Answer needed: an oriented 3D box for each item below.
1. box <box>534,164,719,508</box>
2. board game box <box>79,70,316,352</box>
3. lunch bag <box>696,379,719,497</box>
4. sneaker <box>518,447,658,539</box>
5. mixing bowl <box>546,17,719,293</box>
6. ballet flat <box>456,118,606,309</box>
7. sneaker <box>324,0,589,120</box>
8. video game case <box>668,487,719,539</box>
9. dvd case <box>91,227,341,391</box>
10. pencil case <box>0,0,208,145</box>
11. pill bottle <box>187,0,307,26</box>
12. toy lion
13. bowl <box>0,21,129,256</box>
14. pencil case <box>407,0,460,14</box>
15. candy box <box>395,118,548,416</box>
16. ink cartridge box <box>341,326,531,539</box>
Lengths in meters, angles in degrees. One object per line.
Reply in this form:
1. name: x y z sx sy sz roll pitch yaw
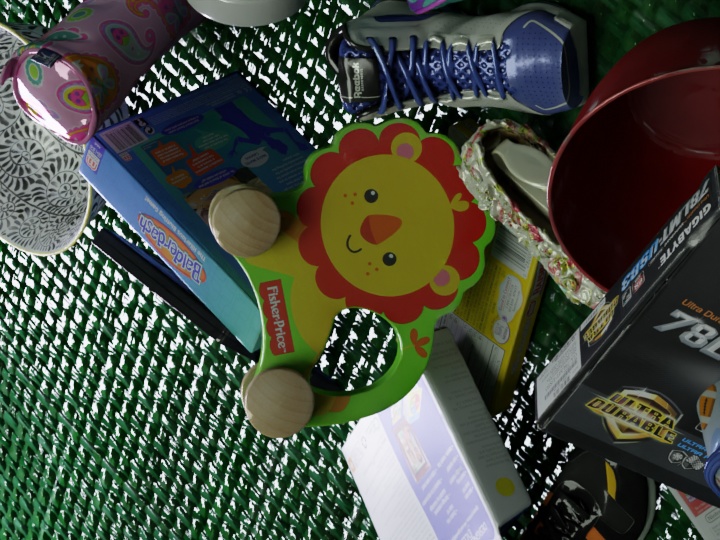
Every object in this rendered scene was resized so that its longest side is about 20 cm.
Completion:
1. box: 0.238 0.055 1.488 0.200 0.050 0.199 25 128 -18
2. board game box: -0.085 -0.047 1.820 0.200 0.152 0.045 45 138 21
3. lunch bag: 0.308 0.091 1.437 0.200 0.076 0.160 -30 127 26
4. sneaker: 0.145 0.198 1.753 0.070 0.090 0.200 41 136 24
5. mixing bowl: 0.213 -0.076 1.480 0.199 0.109 0.200 3 133 4
6. ballet flat: 0.141 -0.030 1.624 0.200 0.076 0.064 37 162 19
7. sneaker: 0.050 -0.133 1.652 0.199 0.115 0.081 15 123 42
8. video game case: 0.269 0.112 1.624 0.182 0.023 0.200 55 141 9
9. dvd case: -0.106 0.036 1.885 0.143 0.200 0.018 37 91 29
10. pencil case: -0.175 -0.177 1.806 0.087 0.200 0.088 22 138 22
11. pill bottle: -0.078 -0.274 1.704 0.116 0.116 0.200 35 143 29
12. toy lion: 0.000 0.000 1.694 0.069 0.191 0.201 -139 40 -83
13. bowl: -0.250 -0.121 2.003 0.200 0.094 0.201 24 127 36
14. pencil case: 0.038 -0.272 1.610 0.092 0.085 0.200 -166 54 -76
15. candy box: 0.085 0.000 1.758 0.102 0.026 0.200 40 135 30
16. ink cartridge box: 0.062 0.172 1.804 0.200 0.047 0.198 64 153 20
